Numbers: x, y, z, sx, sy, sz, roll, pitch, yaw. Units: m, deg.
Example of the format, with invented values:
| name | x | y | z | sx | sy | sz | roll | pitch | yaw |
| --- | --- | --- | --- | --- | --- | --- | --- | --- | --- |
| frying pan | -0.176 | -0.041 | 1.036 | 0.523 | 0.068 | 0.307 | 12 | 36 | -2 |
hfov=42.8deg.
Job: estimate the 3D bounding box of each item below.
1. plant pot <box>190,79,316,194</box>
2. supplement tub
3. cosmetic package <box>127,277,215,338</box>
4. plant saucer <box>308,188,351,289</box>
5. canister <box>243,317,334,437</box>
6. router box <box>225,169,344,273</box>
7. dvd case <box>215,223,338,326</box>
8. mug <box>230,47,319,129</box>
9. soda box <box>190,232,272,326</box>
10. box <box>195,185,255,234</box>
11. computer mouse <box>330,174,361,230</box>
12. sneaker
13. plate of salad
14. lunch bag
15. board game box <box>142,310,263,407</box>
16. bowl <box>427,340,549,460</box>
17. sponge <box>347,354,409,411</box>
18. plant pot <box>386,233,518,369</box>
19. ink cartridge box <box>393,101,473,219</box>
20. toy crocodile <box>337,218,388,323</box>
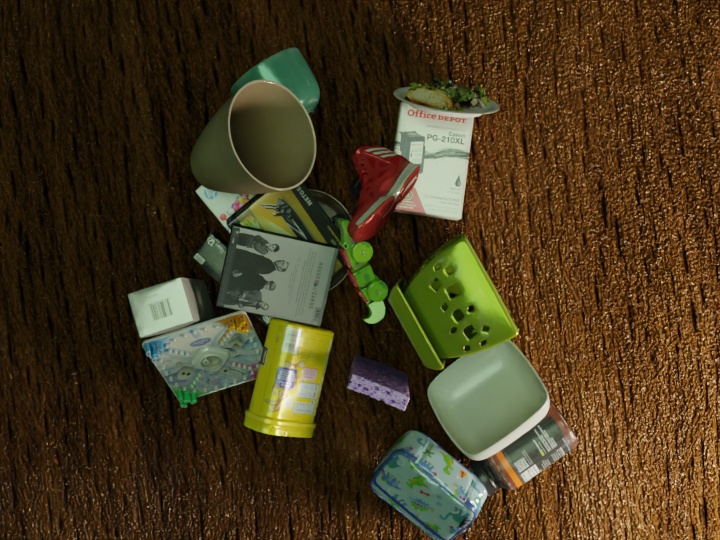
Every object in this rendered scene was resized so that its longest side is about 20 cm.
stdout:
| name | x | y | z | sx | sy | sz | roll | pitch | yaw |
| --- | --- | --- | --- | --- | --- | --- | --- | --- | --- |
| plant pot | -0.210 | -0.211 | 1.607 | 0.198 | 0.185 | 0.191 | -14 | 90 | 46 |
| supplement tub | 0.300 | 0.336 | 1.719 | 0.198 | 0.107 | 0.108 | -35 | 90 | 2 |
| cosmetic package | -0.343 | 0.069 | 1.688 | 0.105 | 0.200 | 0.087 | -18 | 88 | 0 |
| plant saucer | -0.103 | -0.053 | 1.764 | 0.195 | 0.032 | 0.205 | 0 | 90 | 3 |
| canister | -0.130 | 0.200 | 1.714 | 0.085 | 0.147 | 0.204 | 12 | 87 | 41 |
| router box | -0.126 | -0.061 | 1.680 | 0.156 | 0.052 | 0.201 | -38 | 109 | 1 |
| dvd case | -0.150 | 0.010 | 1.654 | 0.196 | 0.025 | 0.153 | 12 | 103 | -14 |
| mug | -0.156 | -0.318 | 1.715 | 0.151 | 0.185 | 0.116 | -33 | 91 | -25 |
| soda box | -0.226 | 0.017 | 1.748 | 0.199 | 0.071 | 0.064 | 42 | 91 | 1 |
| box | -0.189 | -0.123 | 1.731 | 0.155 | 0.041 | 0.201 | -40 | 89 | 1 |
| computer mouse | -0.009 | -0.128 | 1.736 | 0.058 | 0.034 | 0.202 | 33 | 92 | -20 |
| sneaker | 0.011 | -0.143 | 1.639 | 0.115 | 0.079 | 0.200 | 33 | 55 | 15 |
| plate of salad | 0.158 | -0.320 | 1.671 | 0.195 | 0.201 | 0.049 | 7 | 112 | 2 |
| lunch bag | 0.124 | 0.407 | 1.707 | 0.199 | 0.083 | 0.161 | 39 | 135 | 2 |
| board game box | -0.277 | 0.170 | 1.704 | 0.196 | 0.202 | 0.026 | -17 | 48 | 1 |
| bowl | 0.241 | 0.243 | 1.702 | 0.198 | 0.075 | 0.201 | -35 | 46 | 2 |
| sponge | 0.033 | 0.201 | 1.680 | 0.110 | 0.200 | 0.030 | 21 | 95 | 0 |
| plant pot | 0.162 | 0.063 | 1.679 | 0.179 | 0.199 | 0.203 | -29 | 90 | 8 |
| ink cartridge box | 0.131 | -0.205 | 1.728 | 0.141 | 0.084 | 0.205 | 7 | 91 | 2 |
| toy crocodile | 0.000 | 0.000 | 1.660 | 0.061 | 0.067 | 0.203 | -25 | 109 | -9 |
